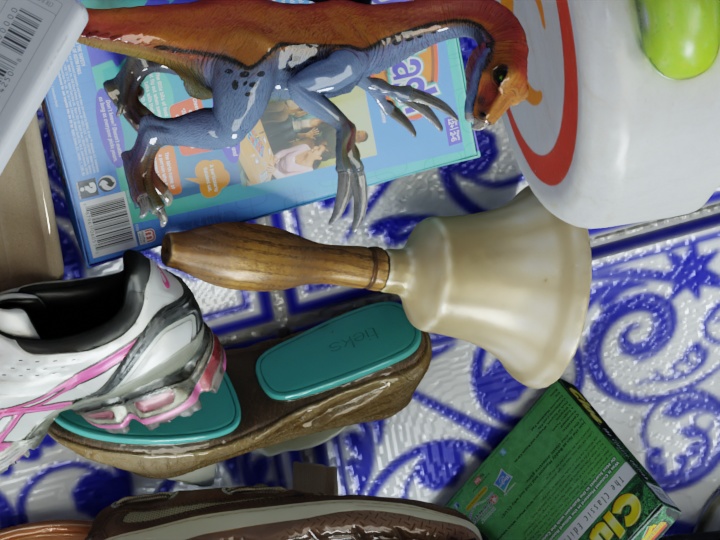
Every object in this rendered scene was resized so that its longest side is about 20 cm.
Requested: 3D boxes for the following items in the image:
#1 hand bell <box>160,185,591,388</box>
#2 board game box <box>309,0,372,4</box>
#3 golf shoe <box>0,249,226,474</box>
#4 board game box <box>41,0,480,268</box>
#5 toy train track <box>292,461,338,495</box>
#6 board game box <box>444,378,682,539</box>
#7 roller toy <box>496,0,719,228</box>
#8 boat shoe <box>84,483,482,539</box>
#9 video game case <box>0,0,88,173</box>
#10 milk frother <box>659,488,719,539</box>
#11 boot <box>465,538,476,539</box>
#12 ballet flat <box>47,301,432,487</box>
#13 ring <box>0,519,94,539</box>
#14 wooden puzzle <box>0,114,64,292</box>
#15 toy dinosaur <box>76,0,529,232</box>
[{"bbox_3d":[0.000,0.000,1.438,0.199,0.104,0.104,4,116,-23],"label":"hand bell"},{"bbox_3d":[-0.075,-0.204,1.323,0.199,0.035,0.136,13,100,-14],"label":"board game box"},{"bbox_3d":[-0.170,0.044,1.421,0.199,0.073,0.092,-20,131,10],"label":"golf shoe"},{"bbox_3d":[-0.053,-0.100,1.410,0.199,0.045,0.153,-15,120,-8],"label":"board game box"},{"bbox_3d":[0.019,0.156,1.533,0.199,0.033,0.115,7,104,19],"label":"toy train track"},{"bbox_3d":[0.070,0.163,1.555,0.200,0.105,0.023,-49,138,13],"label":"board game box"},{"bbox_3d":[0.142,-0.119,1.381,0.139,0.200,0.183,-10,130,-13],"label":"roller toy"},{"bbox_3d":[-0.040,0.132,1.492,0.201,0.075,0.075,-2,123,-4],"label":"boat shoe"},{"bbox_3d":[-0.243,-0.068,1.288,0.182,0.023,0.200,28,83,7],"label":"video game case"},{"bbox_3d":[0.250,0.148,1.552,0.180,0.188,0.201,17,111,-25],"label":"milk frother"},{"bbox_3d":[0.022,0.228,1.482,0.162,0.073,0.199,-18,131,-5],"label":"boot"},{"bbox_3d":[-0.059,0.070,1.499,0.199,0.068,0.072,-16,141,-12],"label":"ballet flat"},{"bbox_3d":[-0.166,0.213,1.561,0.200,0.019,0.201,-7,118,-13],"label":"ring"},{"bbox_3d":[-0.248,-0.057,1.381,0.199,0.037,0.186,-10,121,-4],"label":"wooden puzzle"},{"bbox_3d":[-0.025,-0.088,1.312,0.181,0.105,0.200,-28,129,18],"label":"toy dinosaur"}]
